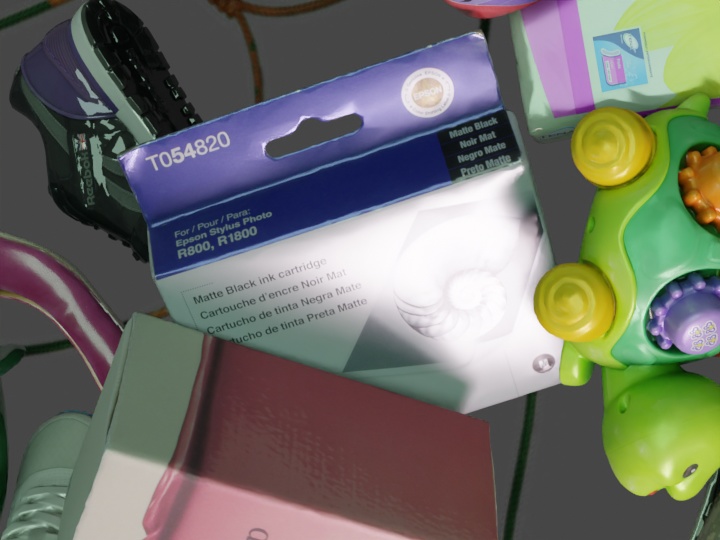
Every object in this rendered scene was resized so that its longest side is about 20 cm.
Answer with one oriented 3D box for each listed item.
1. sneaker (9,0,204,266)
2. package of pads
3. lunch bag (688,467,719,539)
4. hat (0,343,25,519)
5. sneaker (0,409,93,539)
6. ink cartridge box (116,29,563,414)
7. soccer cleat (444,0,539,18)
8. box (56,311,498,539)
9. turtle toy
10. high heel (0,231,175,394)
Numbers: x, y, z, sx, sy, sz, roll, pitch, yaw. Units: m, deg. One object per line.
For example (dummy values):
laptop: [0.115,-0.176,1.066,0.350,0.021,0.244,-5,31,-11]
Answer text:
sneaker: [-0.124,-0.045,0.902,0.087,0.076,0.201,-30,85,27]
package of pads: [0.148,-0.179,0.846,0.153,0.068,0.202,-10,90,9]
lunch bag: [0.249,0.134,0.801,0.167,0.139,0.201,21,92,25]
hat: [-0.218,0.157,0.886,0.165,0.200,0.177,-34,99,-26]
sneaker: [-0.164,0.162,0.866,0.076,0.081,0.201,-5,57,9]
ink cartridge box: [0.000,0.000,0.828,0.198,0.041,0.201,-19,122,4]
soccer cleat: [0.123,-0.185,0.778,0.199,0.076,0.067,-28,86,10]
box: [-0.045,0.126,0.812,0.199,0.109,0.128,17,124,-11]
turtle toy: [0.153,0.011,0.802,0.100,0.146,0.201,13,92,22]
high heel: [-0.170,0.043,0.902,0.199,0.067,0.096,24,84,-5]
